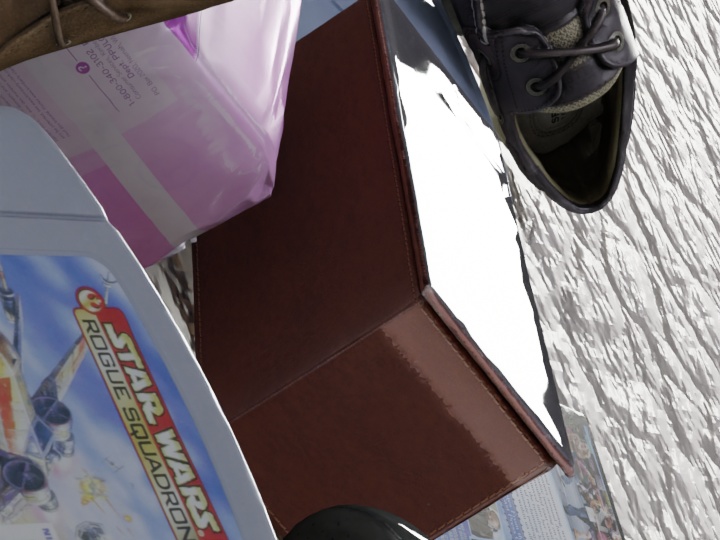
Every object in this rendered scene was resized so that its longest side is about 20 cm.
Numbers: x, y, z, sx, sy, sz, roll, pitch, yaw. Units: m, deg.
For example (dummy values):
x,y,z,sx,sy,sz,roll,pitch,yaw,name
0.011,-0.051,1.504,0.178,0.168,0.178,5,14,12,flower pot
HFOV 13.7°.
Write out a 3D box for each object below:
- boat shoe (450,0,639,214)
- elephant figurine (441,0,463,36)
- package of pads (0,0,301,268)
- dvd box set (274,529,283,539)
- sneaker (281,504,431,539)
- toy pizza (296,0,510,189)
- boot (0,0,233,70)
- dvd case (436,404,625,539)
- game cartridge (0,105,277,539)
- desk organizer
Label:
x,y,z,sx,sy,sz,roll,pitch,yaw,name
0.075,-0.090,1.154,0.065,0.072,0.200,61,-7,29,boat shoe
0.094,-0.193,1.193,0.142,0.199,0.155,63,21,-7,elephant figurine
-0.093,-0.108,0.824,0.200,0.075,0.121,52,25,-31,package of pads
-0.027,0.113,0.808,0.200,0.029,0.147,46,29,-42,dvd box set
-0.035,0.132,0.664,0.115,0.075,0.201,33,56,-43,sneaker
-0.005,-0.072,1.062,0.200,0.032,0.201,52,23,-33,toy pizza
-0.082,-0.078,0.713,0.200,0.075,0.074,-23,112,-35,boot
0.052,0.099,1.033,0.200,0.018,0.143,25,45,-59,dvd case
-0.084,0.043,0.636,0.133,0.042,0.200,-2,54,-41,game cartridge
0.000,0.000,0.879,0.072,0.077,0.200,51,15,-26,desk organizer
